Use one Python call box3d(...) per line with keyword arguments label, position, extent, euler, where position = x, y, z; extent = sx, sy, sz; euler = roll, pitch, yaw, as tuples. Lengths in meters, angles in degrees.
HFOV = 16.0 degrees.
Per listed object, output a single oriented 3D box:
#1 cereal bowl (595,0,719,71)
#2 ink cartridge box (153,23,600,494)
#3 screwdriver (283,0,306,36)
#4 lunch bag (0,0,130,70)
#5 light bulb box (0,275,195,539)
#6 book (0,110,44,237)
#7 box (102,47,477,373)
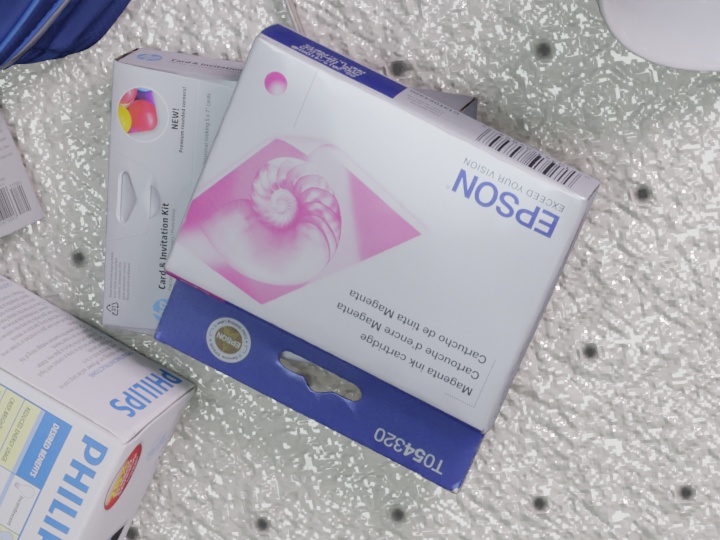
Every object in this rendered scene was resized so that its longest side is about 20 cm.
box3d(label="cereal bowl", position=(0.197, -0.186, 1.236), extent=(0.200, 0.200, 0.084), euler=(-29, 58, 21))
box3d(label="ink cartridge box", position=(0.000, 0.000, 1.361), extent=(0.196, 0.043, 0.201), euler=(26, 111, 9))
box3d(label="screwdriver", position=(-0.057, -0.182, 1.389), extent=(0.029, 0.028, 0.201), euler=(-17, 100, -9))
box3d(label="lunch bag", position=(-0.186, -0.195, 1.354), extent=(0.136, 0.132, 0.200), euler=(47, 117, 11))
box3d(label="light bulb box", position=(-0.232, 0.113, 1.460), extent=(0.200, 0.125, 0.199), euler=(29, 109, 8))
box3d(label="book", position=(-0.257, -0.102, 1.412), extent=(0.048, 0.134, 0.201), euler=(-18, 96, 34))
box3d(label="box", position=(-0.041, -0.030, 1.409), extent=(0.199, 0.041, 0.157), euler=(9, 108, 14))
